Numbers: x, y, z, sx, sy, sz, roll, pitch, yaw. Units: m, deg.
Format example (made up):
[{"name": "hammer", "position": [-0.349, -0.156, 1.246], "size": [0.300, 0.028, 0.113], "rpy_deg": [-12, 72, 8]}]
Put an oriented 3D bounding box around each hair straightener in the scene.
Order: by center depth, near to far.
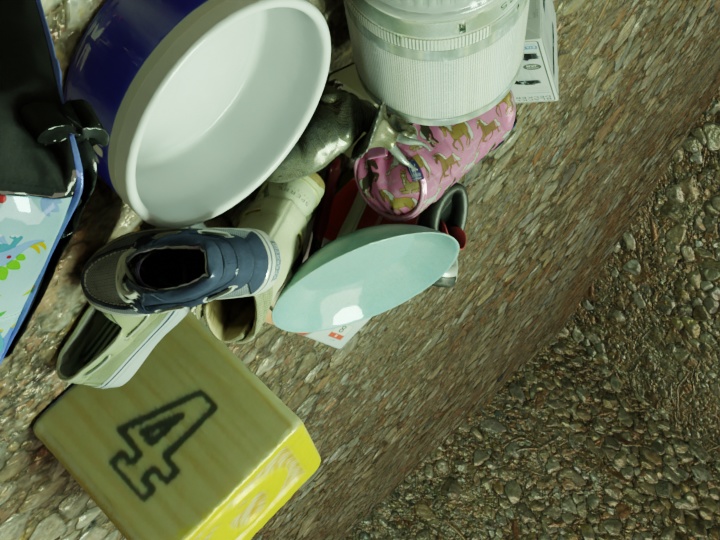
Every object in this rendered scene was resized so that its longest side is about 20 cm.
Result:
[{"name": "hair straightener", "position": [-0.075, -0.037, 0.984], "size": [0.041, 0.076, 0.202], "rpy_deg": [-59, 163, -60]}]

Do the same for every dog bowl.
[{"name": "dog bowl", "position": [-0.117, -0.134, 0.681], "size": [0.200, 0.079, 0.201], "rpy_deg": [-43, 161, -19]}]

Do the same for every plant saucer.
[{"name": "plant saucer", "position": [0.000, 0.000, 0.905], "size": [0.199, 0.039, 0.201], "rpy_deg": [-20, 159, -8]}]

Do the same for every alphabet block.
[{"name": "alphabet block", "position": [-0.183, 0.185, 0.959], "size": [0.196, 0.200, 0.196], "rpy_deg": [-45, 161, -13]}]

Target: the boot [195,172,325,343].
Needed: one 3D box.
[{"name": "boot", "position": [-0.107, 0.005, 0.872], "size": [0.200, 0.072, 0.156], "rpy_deg": [-53, -168, 56]}]

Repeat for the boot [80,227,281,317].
[{"name": "boot", "position": [-0.166, -0.002, 0.714], "size": [0.198, 0.074, 0.090], "rpy_deg": [-10, 176, 29]}]

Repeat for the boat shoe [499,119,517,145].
[{"name": "boat shoe", "position": [0.158, -0.197, 1.200], "size": [0.068, 0.084, 0.200], "rpy_deg": [-36, -178, 23]}]

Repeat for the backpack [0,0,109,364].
[{"name": "backpack", "position": [-0.235, -0.043, 0.449], "size": [0.146, 0.184, 0.201], "rpy_deg": [2, 135, -37]}]

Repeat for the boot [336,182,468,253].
[{"name": "boot", "position": [0.045, -0.021, 0.992], "size": [0.072, 0.144, 0.202], "rpy_deg": [-3, 122, -40]}]

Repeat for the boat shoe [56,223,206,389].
[{"name": "boat shoe", "position": [-0.205, 0.034, 0.823], "size": [0.201, 0.072, 0.062], "rpy_deg": [-55, 155, 19]}]

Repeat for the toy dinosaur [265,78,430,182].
[{"name": "toy dinosaur", "position": [-0.049, -0.120, 0.791], "size": [0.198, 0.103, 0.077], "rpy_deg": [-20, 151, -2]}]

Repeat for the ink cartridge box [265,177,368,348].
[{"name": "ink cartridge box", "position": [-0.016, -0.001, 1.077], "size": [0.200, 0.050, 0.162], "rpy_deg": [-43, 140, 20]}]

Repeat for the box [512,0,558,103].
[{"name": "box", "position": [0.186, -0.276, 1.036], "size": [0.200, 0.059, 0.118], "rpy_deg": [22, 67, -71]}]

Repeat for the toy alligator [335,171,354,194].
[{"name": "toy alligator", "position": [0.013, -0.100, 1.078], "size": [0.201, 0.054, 0.059], "rpy_deg": [-56, 161, 19]}]

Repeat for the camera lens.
[{"name": "camera lens", "position": [0.065, -0.233, 0.778], "size": [0.160, 0.160, 0.200], "rpy_deg": [-45, 161, -12]}]

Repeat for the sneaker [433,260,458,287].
[{"name": "sneaker", "position": [0.090, -0.075, 1.157], "size": [0.075, 0.201, 0.116], "rpy_deg": [8, 125, -18]}]

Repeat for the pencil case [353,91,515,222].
[{"name": "pencil case", "position": [0.078, -0.128, 0.901], "size": [0.200, 0.083, 0.087], "rpy_deg": [-40, 169, -41]}]

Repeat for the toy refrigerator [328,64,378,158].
[{"name": "toy refrigerator", "position": [0.048, -0.193, 0.965], "size": [0.199, 0.070, 0.076], "rpy_deg": [-35, 150, -38]}]
